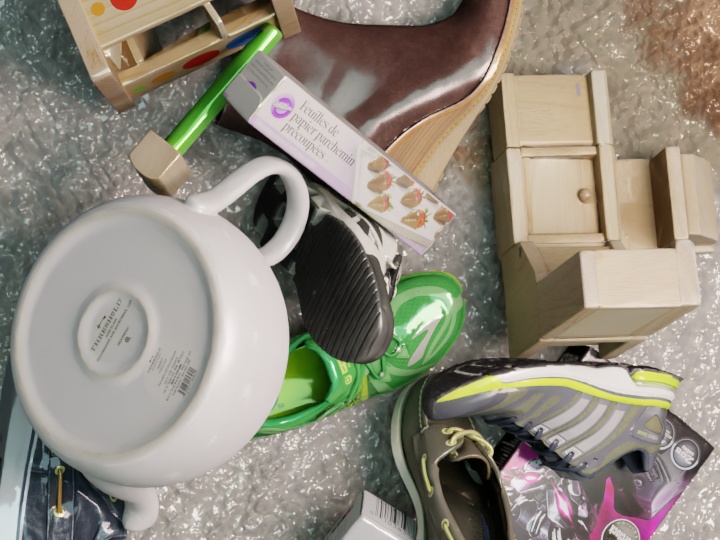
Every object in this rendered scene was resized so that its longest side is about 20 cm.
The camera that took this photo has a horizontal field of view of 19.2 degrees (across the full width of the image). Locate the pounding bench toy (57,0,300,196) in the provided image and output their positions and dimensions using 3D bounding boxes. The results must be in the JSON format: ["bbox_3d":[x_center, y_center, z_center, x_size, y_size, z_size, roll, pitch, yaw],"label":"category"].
[{"bbox_3d":[-0.106,-0.167,1.396,0.155,0.124,0.201,-24,84,-1],"label":"pounding bench toy"}]

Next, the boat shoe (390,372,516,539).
[{"bbox_3d":[0.068,0.146,1.452,0.072,0.202,0.060,19,131,-26],"label":"boat shoe"}]

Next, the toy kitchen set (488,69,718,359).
[{"bbox_3d":[0.193,-0.054,1.453,0.162,0.180,0.201,-2,77,-13],"label":"toy kitchen set"}]

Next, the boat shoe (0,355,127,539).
[{"bbox_3d":[-0.202,0.129,1.450,0.090,0.071,0.202,7,95,-17],"label":"boat shoe"}]

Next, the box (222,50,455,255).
[{"bbox_3d":[-0.011,-0.075,1.403,0.039,0.041,0.200,-49,136,5],"label":"box"}]

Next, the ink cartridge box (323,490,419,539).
[{"bbox_3d":[0.028,0.279,1.499,0.196,0.043,0.200,32,115,-11],"label":"ink cartridge box"}]

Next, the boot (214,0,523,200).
[{"bbox_3d":[0.009,-0.152,1.479,0.166,0.072,0.201,27,90,-14],"label":"boot"}]

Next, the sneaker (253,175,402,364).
[{"bbox_3d":[0.000,0.000,1.426,0.088,0.200,0.074,19,114,-29],"label":"sneaker"}]

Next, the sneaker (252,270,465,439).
[{"bbox_3d":[-0.010,0.066,1.477,0.199,0.084,0.074,-28,97,-11],"label":"sneaker"}]

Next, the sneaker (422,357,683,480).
[{"bbox_3d":[0.133,0.102,1.449,0.199,0.074,0.082,4,89,-25],"label":"sneaker"}]

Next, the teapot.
[{"bbox_3d":[-0.117,0.046,1.379,0.199,0.146,0.199,-21,71,26],"label":"teapot"}]

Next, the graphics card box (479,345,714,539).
[{"bbox_3d":[0.147,0.168,1.532,0.125,0.051,0.200,39,82,-10],"label":"graphics card box"}]
